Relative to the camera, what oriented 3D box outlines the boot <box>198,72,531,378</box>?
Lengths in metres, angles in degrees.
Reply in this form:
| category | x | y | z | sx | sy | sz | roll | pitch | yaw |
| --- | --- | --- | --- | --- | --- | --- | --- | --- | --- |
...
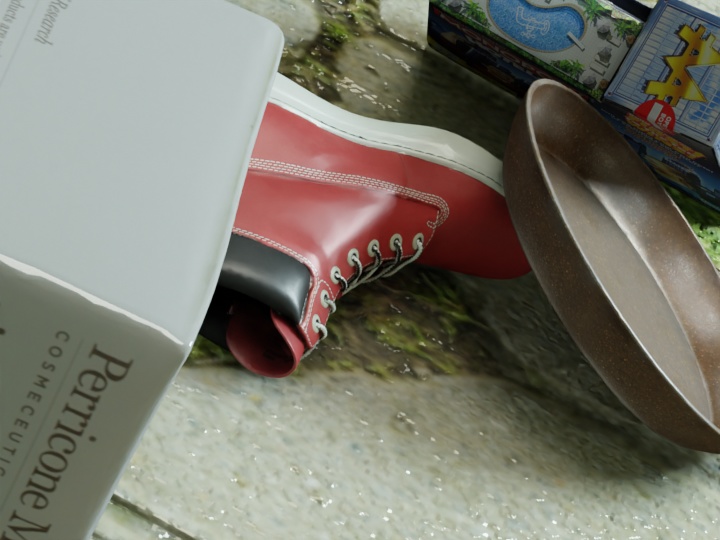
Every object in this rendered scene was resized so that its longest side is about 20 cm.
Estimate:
| category | x | y | z | sx | sy | sz | roll | pitch | yaw |
| --- | --- | --- | --- | --- | --- | --- | --- | --- | --- |
| boot | 0.000 | 0.000 | 1.104 | 0.200 | 0.072 | 0.144 | 19 | 48 | -27 |

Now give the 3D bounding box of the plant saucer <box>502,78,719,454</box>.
| category | x | y | z | sx | sy | sz | roll | pitch | yaw |
| --- | --- | --- | --- | --- | --- | --- | --- | --- | --- |
| plant saucer | 0.123 | 0.004 | 1.144 | 0.200 | 0.034 | 0.200 | 47 | 23 | -27 |

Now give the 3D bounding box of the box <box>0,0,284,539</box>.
| category | x | y | z | sx | sy | sz | roll | pitch | yaw |
| --- | --- | --- | --- | --- | --- | --- | --- | --- | --- |
| box | -0.150 | 0.004 | 0.858 | 0.171 | 0.199 | 0.200 | 23 | 36 | -9 |

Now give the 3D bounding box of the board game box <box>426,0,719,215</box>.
| category | x | y | z | sx | sy | sz | roll | pitch | yaw |
| --- | --- | --- | --- | --- | --- | --- | --- | --- | --- |
| board game box | 0.133 | -0.102 | 1.237 | 0.200 | 0.062 | 0.200 | 30 | -3 | 2 |
